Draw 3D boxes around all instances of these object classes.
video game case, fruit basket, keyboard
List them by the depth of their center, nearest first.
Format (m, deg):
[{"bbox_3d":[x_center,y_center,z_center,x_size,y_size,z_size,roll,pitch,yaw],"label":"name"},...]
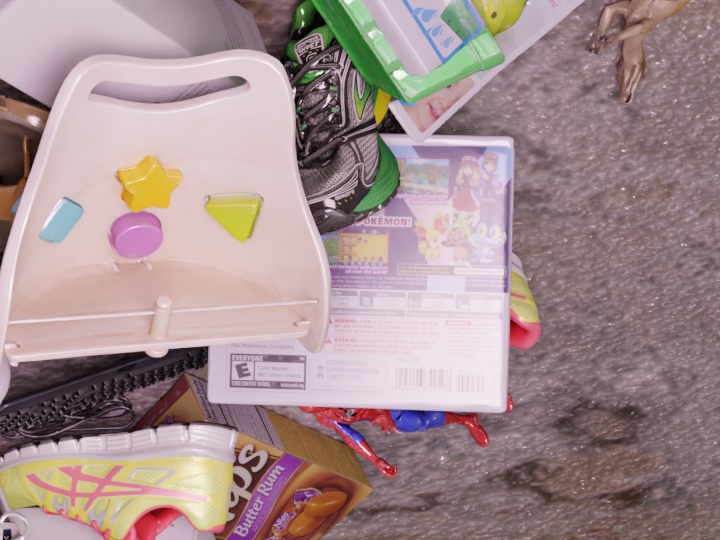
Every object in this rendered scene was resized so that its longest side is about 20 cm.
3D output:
[{"bbox_3d":[0.063,-0.200,1.055,0.200,0.094,0.185,-37,120,-3],"label":"fruit basket"},{"bbox_3d":[0.000,0.000,1.210,0.200,0.023,0.183,2,91,5],"label":"video game case"},{"bbox_3d":[-0.177,0.091,1.281,0.200,0.040,0.104,-17,172,-32],"label":"keyboard"}]

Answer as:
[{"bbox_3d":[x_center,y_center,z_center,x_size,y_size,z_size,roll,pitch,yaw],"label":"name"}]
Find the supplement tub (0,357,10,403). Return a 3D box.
[{"bbox_3d":[-0.323,0.115,1.189,0.132,0.132,0.200,11,124,-38],"label":"supplement tub"}]

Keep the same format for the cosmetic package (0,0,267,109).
[{"bbox_3d":[-0.142,-0.140,1.064,0.085,0.108,0.200,-38,137,21],"label":"cosmetic package"}]

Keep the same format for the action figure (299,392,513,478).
[{"bbox_3d":[0.040,0.124,1.445,0.200,0.099,0.065,10,123,-34],"label":"action figure"}]

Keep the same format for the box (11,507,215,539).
[{"bbox_3d":[-0.208,0.285,1.325,0.200,0.199,0.131,-3,137,10],"label":"box"}]

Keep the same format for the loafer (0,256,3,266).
[{"bbox_3d":[-0.189,0.008,1.227,0.200,0.063,0.072,-3,113,-49],"label":"loafer"}]

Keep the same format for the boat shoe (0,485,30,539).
[{"bbox_3d":[-0.255,0.195,1.244,0.075,0.202,0.086,2,141,-30],"label":"boat shoe"}]

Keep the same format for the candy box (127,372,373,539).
[{"bbox_3d":[-0.099,0.165,1.429,0.117,0.056,0.200,-45,135,17],"label":"candy box"}]

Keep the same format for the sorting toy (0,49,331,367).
[{"bbox_3d":[-0.113,-0.042,1.027,0.200,0.107,0.180,-4,129,-23],"label":"sorting toy"}]

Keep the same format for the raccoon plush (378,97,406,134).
[{"bbox_3d":[0.022,-0.037,1.244,0.097,0.134,0.200,-12,135,-19],"label":"raccoon plush"}]

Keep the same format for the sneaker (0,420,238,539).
[{"bbox_3d":[-0.180,0.160,1.293,0.200,0.090,0.078,-9,171,22],"label":"sneaker"}]

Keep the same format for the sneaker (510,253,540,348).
[{"bbox_3d":[0.044,0.049,1.364,0.200,0.090,0.078,-22,139,-9],"label":"sneaker"}]

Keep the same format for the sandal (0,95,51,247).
[{"bbox_3d":[-0.200,-0.044,1.104,0.080,0.054,0.200,18,155,-10],"label":"sandal"}]

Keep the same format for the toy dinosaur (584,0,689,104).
[{"bbox_3d":[0.214,-0.204,1.274,0.101,0.058,0.200,-7,143,-46],"label":"toy dinosaur"}]

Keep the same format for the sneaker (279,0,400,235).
[{"bbox_3d":[-0.026,-0.097,1.127,0.078,0.200,0.085,-17,130,13],"label":"sneaker"}]
